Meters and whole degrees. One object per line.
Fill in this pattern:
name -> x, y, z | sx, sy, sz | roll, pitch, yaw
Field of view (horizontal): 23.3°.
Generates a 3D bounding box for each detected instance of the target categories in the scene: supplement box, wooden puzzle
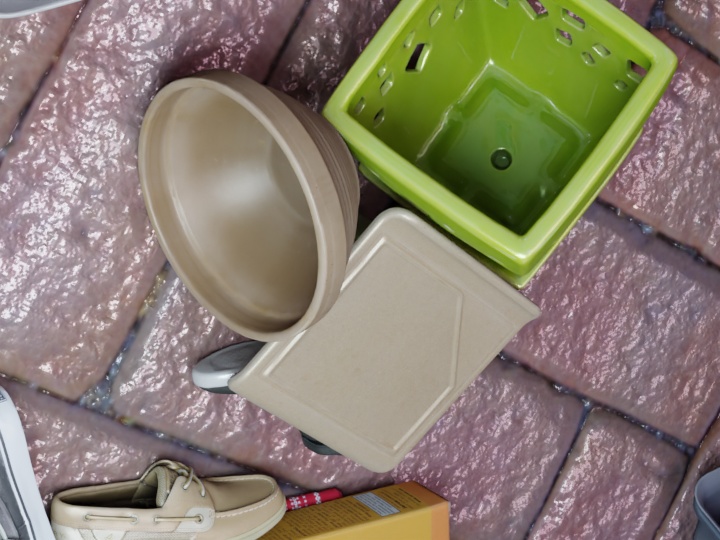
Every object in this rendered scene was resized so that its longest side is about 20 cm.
supplement box -> -0.022, 0.233, 1.455 | 0.198, 0.069, 0.067 | -10, 109, -31
wooden puzzle -> 0.019, 0.056, 1.360 | 0.200, 0.037, 0.185 | -45, 130, 13

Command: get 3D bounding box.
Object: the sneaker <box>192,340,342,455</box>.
sneaker -> -0.048, 0.107, 1.414 | 0.199, 0.070, 0.100 | -6, 105, -37

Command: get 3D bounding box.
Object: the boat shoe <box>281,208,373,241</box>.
boat shoe -> -0.001, -0.002, 1.415 | 0.063, 0.074, 0.201 | -37, 137, 17

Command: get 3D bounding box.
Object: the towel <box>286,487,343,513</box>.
towel -> -0.100, 0.268, 1.470 | 0.198, 0.022, 0.146 | -10, 111, -31

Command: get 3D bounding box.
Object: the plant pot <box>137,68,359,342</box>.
plant pot -> -0.065, -0.058, 1.272 | 0.092, 0.200, 0.203 | -29, 122, -37

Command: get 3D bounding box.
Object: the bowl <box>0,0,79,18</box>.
bowl -> -0.206, -0.288, 1.163 | 0.199, 0.074, 0.201 | -24, 119, -24

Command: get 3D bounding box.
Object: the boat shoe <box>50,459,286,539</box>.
boat shoe -> -0.148, 0.187, 1.376 | 0.198, 0.071, 0.065 | -11, 114, -29

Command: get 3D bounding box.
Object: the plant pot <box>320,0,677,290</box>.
plant pot -> 0.108, -0.112, 1.346 | 0.201, 0.198, 0.182 | -51, 167, -8

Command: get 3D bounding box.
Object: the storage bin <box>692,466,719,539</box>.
storage bin -> 0.414, 0.256, 1.755 | 0.199, 0.146, 0.135 | -21, 145, -27

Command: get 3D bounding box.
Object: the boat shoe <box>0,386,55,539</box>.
boat shoe -> -0.270, 0.187, 1.290 | 0.068, 0.073, 0.201 | -23, 118, -30
